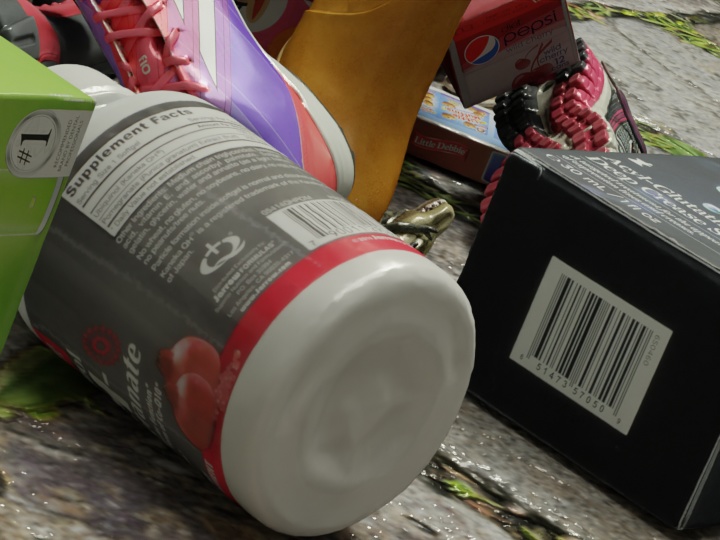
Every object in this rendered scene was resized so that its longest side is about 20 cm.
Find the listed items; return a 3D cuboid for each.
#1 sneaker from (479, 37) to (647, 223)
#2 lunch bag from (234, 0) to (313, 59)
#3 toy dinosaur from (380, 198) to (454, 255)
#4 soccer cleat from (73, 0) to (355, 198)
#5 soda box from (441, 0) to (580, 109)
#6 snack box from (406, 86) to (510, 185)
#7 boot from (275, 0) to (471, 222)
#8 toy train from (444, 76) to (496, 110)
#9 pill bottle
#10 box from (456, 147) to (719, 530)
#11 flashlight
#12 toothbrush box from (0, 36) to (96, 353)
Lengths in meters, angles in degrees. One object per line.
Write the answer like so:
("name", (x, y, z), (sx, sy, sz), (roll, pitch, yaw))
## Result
("sneaker", (0.114, -0.044, 1.508), (0.075, 0.080, 0.200), (48, 26, -20))
("lunch bag", (-0.060, -0.156, 1.631), (0.175, 0.082, 0.200), (26, 18, 14))
("toy dinosaur", (0.000, 0.000, 1.302), (0.088, 0.048, 0.200), (15, 12, 31))
("soccer cleat", (-0.085, -0.097, 1.364), (0.200, 0.068, 0.073), (51, 35, 3))
("soda box", (0.045, -0.180, 1.565), (0.070, 0.064, 0.201), (-23, 50, -4))
("snack box", (0.114, -0.049, 1.627), (0.199, 0.024, 0.072), (22, 19, -3))
("boot", (0.028, -0.129, 1.435), (0.071, 0.144, 0.202), (26, 48, -32))
("toy train", (0.054, -0.175, 1.774), (0.199, 0.116, 0.084), (31, 19, 25))
("pill bottle", (-0.060, 0.002, 1.104), (0.110, 0.111, 0.200), (3, 26, -48))
("box", (0.155, 0.027, 1.309), (0.148, 0.108, 0.199), (33, 19, 32))
("flashlight", (-0.157, -0.112, 1.413), (0.067, 0.068, 0.200), (-9, 8, 16))
("toothbrush box", (-0.195, -0.008, 0.908), (0.086, 0.146, 0.199), (34, 20, 32))
